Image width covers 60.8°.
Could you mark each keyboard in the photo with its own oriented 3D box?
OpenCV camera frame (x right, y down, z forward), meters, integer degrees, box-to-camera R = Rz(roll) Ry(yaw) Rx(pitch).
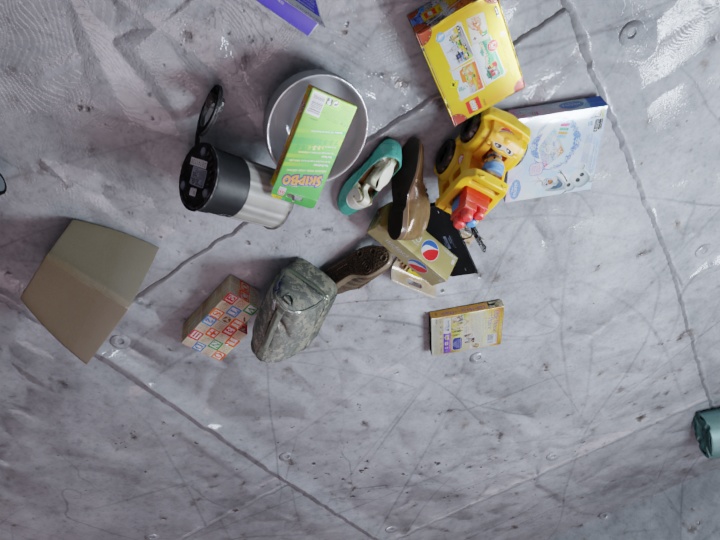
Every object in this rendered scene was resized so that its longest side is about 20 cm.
[{"bbox_3d":[0.211,-0.070,1.333,0.124,0.021,0.202,-7,130,33],"label":"keyboard"}]

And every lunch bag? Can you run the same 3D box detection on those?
[{"bbox_3d":[-0.158,0.096,1.366,0.138,0.168,0.202,34,127,7],"label":"lunch bag"}]

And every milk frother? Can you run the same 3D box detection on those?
[{"bbox_3d":[-0.221,-0.202,1.124,0.186,0.180,0.203,10,115,-50],"label":"milk frother"}]

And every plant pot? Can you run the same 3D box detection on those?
[{"bbox_3d":[-0.553,0.022,1.240,0.175,0.202,0.200,35,119,-21],"label":"plant pot"},{"bbox_3d":[1.252,0.545,2.072,0.190,0.204,0.204,-8,134,7],"label":"plant pot"}]

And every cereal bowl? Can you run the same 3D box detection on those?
[{"bbox_3d":[-0.088,-0.267,1.120,0.194,0.084,0.205,-14,125,-20],"label":"cereal bowl"}]

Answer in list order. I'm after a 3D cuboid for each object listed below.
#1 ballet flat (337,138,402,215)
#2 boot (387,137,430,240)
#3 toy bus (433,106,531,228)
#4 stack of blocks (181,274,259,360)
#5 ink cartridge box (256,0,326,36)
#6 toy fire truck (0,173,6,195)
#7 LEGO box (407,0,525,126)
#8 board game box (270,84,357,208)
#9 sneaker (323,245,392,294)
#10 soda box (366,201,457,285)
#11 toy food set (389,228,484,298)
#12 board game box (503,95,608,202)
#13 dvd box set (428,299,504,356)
[{"bbox_3d":[0.016,-0.175,1.247,0.066,0.071,0.201,24,123,-27],"label":"ballet flat"},{"bbox_3d":[0.107,-0.163,1.250,0.074,0.073,0.207,2,102,-32],"label":"boot"},{"bbox_3d":[0.228,-0.179,1.183,0.133,0.196,0.200,23,142,-16],"label":"toy bus"},{"bbox_3d":[-0.319,0.115,1.447,0.114,0.059,0.199,30,120,-32],"label":"stack of blocks"},{"bbox_3d":[-0.148,-0.429,0.898,0.195,0.203,0.044,25,121,-29],"label":"ink cartridge box"},{"bbox_3d":[-0.728,-0.210,1.036,0.125,0.176,0.206,-18,91,6],"label":"toy fire truck"},{"bbox_3d":[0.191,-0.386,1.089,0.146,0.078,0.201,-25,132,12],"label":"LEGO box"},{"bbox_3d":[-0.087,-0.213,1.085,0.093,0.030,0.204,12,111,-33],"label":"board game box"},{"bbox_3d":[0.000,0.000,1.400,0.196,0.073,0.075,-20,155,30],"label":"sneaker"},{"bbox_3d":[0.111,-0.055,1.322,0.198,0.065,0.067,38,158,-15],"label":"soda box"},{"bbox_3d":[0.174,-0.027,1.419,0.140,0.061,0.202,20,125,-27],"label":"toy food set"},{"bbox_3d":[0.396,-0.248,1.278,0.192,0.044,0.204,-9,133,-3],"label":"board game box"},{"bbox_3d":[0.278,0.153,1.621,0.193,0.030,0.149,-10,132,-1],"label":"dvd box set"}]
